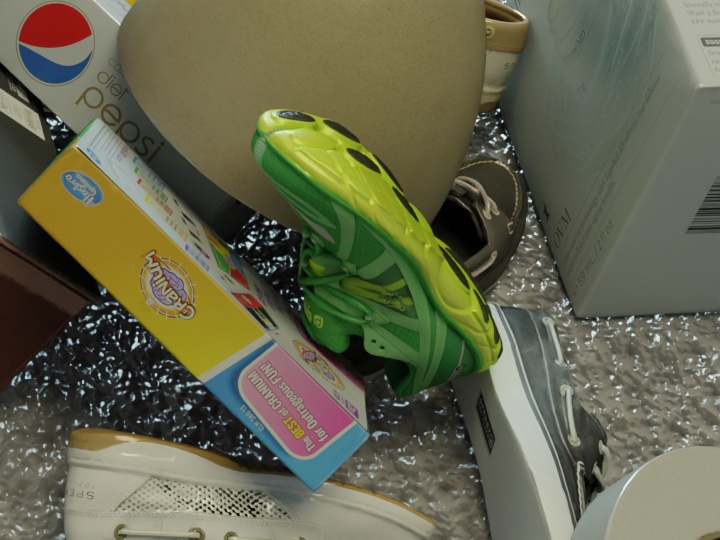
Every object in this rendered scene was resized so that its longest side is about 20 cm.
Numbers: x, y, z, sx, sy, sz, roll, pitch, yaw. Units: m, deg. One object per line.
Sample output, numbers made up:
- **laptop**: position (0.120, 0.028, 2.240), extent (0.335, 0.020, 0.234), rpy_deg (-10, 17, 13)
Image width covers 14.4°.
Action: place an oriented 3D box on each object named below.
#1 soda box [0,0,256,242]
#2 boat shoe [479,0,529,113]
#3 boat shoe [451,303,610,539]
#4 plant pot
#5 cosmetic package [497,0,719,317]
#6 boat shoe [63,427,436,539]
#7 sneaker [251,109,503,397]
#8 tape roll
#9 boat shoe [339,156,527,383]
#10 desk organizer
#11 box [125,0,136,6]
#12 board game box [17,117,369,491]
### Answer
- **soda box**: position (-0.132, -0.103, 1.552), extent (0.200, 0.064, 0.068), rpy_deg (43, 10, 11)
- **boat shoe**: position (0.007, -0.170, 1.633), extent (0.199, 0.069, 0.074), rpy_deg (30, 23, -7)
- **boat shoe**: position (0.100, 0.099, 1.495), extent (0.067, 0.072, 0.201), rpy_deg (0, 45, -18)
- **plant pot**: position (-0.010, -0.128, 1.501), extent (0.200, 0.135, 0.201), rpy_deg (28, 29, -17)
- **cosmetic package**: position (0.174, -0.113, 1.604), extent (0.122, 0.200, 0.201), rpy_deg (-1, 52, -21)
- **boat shoe**: position (-0.058, 0.129, 1.416), extent (0.199, 0.071, 0.070), rpy_deg (14, 83, -23)
- **sneaker**: position (0.000, 0.000, 1.429), extent (0.083, 0.200, 0.074), rpy_deg (-34, 38, 6)
- **tape roll**: position (0.189, 0.187, 1.430), extent (0.202, 0.037, 0.204), rpy_deg (19, 54, -28)
- **boat shoe**: position (0.040, -0.010, 1.566), extent (0.067, 0.057, 0.200), rpy_deg (36, 49, 11)
- **desk organizer**: position (-0.204, -0.035, 1.485), extent (0.072, 0.077, 0.200), rpy_deg (34, 21, -36)
- **box**: position (-0.053, -0.106, 1.626), extent (0.200, 0.042, 0.119), rpy_deg (38, 49, 10)
- **board game box**: position (-0.080, 0.013, 1.417), extent (0.200, 0.040, 0.153), rpy_deg (45, 5, -6)
